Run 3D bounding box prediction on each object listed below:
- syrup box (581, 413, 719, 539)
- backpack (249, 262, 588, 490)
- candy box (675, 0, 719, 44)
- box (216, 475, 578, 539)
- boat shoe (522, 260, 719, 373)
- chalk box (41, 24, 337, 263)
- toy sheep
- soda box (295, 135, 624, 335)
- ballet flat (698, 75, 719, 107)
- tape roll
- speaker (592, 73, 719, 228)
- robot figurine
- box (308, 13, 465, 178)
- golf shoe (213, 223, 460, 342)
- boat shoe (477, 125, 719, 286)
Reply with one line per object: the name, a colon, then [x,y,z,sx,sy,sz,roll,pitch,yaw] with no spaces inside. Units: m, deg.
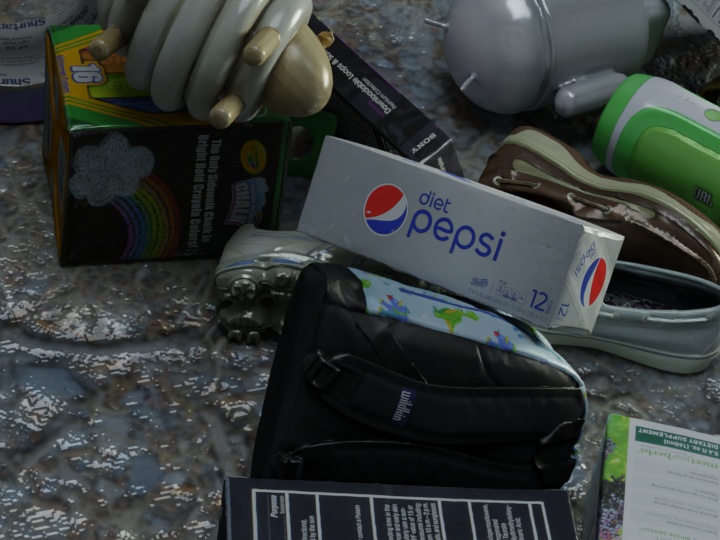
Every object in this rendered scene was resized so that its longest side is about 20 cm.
syrup box: [0.171,0.187,1.112,0.078,0.082,0.201,11,40,2]
backpack: [0.042,0.081,1.149,0.199,0.164,0.154,11,16,-11]
candy box: [0.326,-0.215,1.525,0.167,0.072,0.200,25,21,-34]
box: [0.020,0.223,1.006,0.197,0.124,0.201,5,40,-9]
boat shoe: [0.160,0.012,1.312,0.199,0.072,0.070,13,41,3]
chalk box: [-0.119,-0.093,1.333,0.199,0.125,0.124,-3,43,-17]
toy sheep: [-0.106,-0.162,1.223,0.199,0.138,0.138,33,43,0]
soda box: [0.060,-0.024,1.185,0.199,0.069,0.063,21,5,32]
ballet flat: [0.334,-0.095,1.483,0.063,0.069,0.200,-17,38,-16]
tape roll: [-0.254,-0.212,1.379,0.199,0.201,0.085,-2,43,-14]
speaker: [0.277,-0.073,1.421,0.199,0.089,0.088,31,45,22]
robot figurine: [0.150,-0.189,1.504,0.199,0.113,0.170,-14,51,-26]
box: [0.009,-0.099,1.355,0.036,0.143,0.200,-37,57,-9]
golf shoe: [0.000,0.000,1.291,0.198,0.079,0.098,7,38,-5]
boat shoe: [0.172,-0.028,1.371,0.202,0.075,0.075,29,58,28]
